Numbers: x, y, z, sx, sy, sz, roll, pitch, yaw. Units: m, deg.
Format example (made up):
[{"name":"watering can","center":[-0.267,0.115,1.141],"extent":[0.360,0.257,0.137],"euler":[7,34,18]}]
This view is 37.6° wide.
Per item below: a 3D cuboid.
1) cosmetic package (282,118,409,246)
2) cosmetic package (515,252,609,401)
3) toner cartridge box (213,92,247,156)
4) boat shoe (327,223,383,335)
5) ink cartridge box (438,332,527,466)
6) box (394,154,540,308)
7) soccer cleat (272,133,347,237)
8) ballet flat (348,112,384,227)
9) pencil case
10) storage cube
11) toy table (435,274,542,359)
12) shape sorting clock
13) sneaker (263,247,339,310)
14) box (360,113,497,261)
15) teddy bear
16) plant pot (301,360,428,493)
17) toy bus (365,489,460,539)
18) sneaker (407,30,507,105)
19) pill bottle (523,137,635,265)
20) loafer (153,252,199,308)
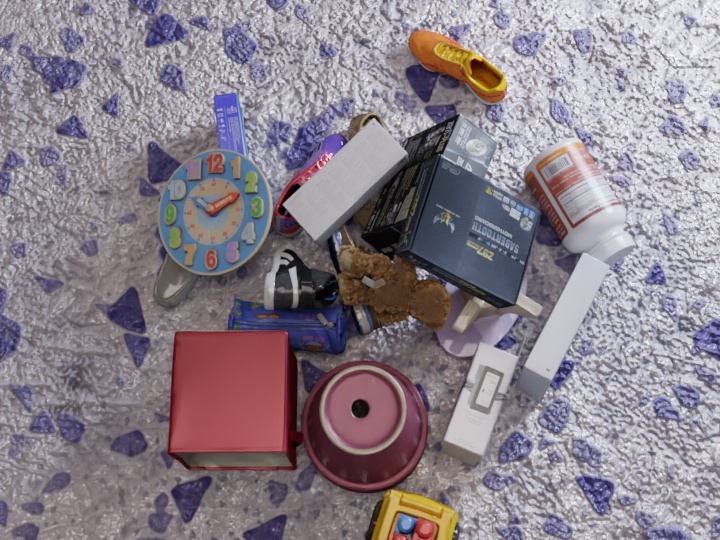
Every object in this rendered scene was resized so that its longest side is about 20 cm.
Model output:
[{"name":"cosmetic package","center":[-0.022,-0.138,1.671],"extent":[0.200,0.051,0.083],"euler":[-43,78,-2]},{"name":"cosmetic package","center":[0.309,0.090,1.625],"extent":[0.051,0.151,0.202],"euler":[28,75,10]},{"name":"toner cartridge box","center":[-0.207,-0.182,1.755],"extent":[0.042,0.095,0.203],"euler":[-9,73,-1]},{"name":"boat shoe","center":[0.000,0.000,1.710],"extent":[0.071,0.072,0.203],"euler":[-17,83,-9]},{"name":"ink cartridge box","center":[0.187,0.187,1.617],"extent":[0.067,0.116,0.202],"euler":[21,74,7]},{"name":"box","center":[0.161,-0.056,1.563],"extent":[0.198,0.051,0.160],"euler":[27,71,-21]},{"name":"soccer cleat","center":[-0.080,-0.148,1.751],"extent":[0.068,0.073,0.201],"euler":[31,76,11]},{"name":"ballet flat","center":[0.014,-0.173,1.754],"extent":[0.070,0.065,0.203],"euler":[3,72,-30]},{"name":"pencil case","center":[-0.114,0.088,1.672],"extent":[0.196,0.087,0.079],"euler":[3,76,3]},{"name":"storage cube","center":[-0.185,0.199,1.596],"extent":[0.196,0.171,0.183],"euler":[-1,71,2]},{"name":"toy table","center":[0.196,0.036,1.664],"extent":[0.181,0.117,0.202],"euler":[20,73,8]},{"name":"shape sorting clock","center":[-0.231,-0.093,1.664],"extent":[0.197,0.039,0.203],"euler":[-4,76,18]},{"name":"sneaker","center":[-0.086,0.020,1.650],"extent":[0.110,0.200,0.074],"euler":[4,108,1]},{"name":"box","center":[0.108,-0.126,1.673],"extent":[0.086,0.163,0.202],"euler":[34,65,-22]},{"name":"teddy bear","center":[0.050,0.022,1.613],"extent":[0.197,0.067,0.147],"euler":[1,110,25]},{"name":"plant pot","center":[0.006,0.224,1.578],"extent":[0.196,0.179,0.203],"euler":[0,73,1]},{"name":"toy bus","center":[0.066,0.417,1.511],"extent":[0.134,0.192,0.203],"euler":[17,75,5]},{"name":"sneaker","center":[0.170,-0.362,1.810],"extent":[0.198,0.077,0.073],"euler":[31,77,12]},{"name":"pill bottle","center":[0.356,-0.102,1.705],"extent":[0.111,0.112,0.202],"euler":[-26,74,-7]},{"name":"loafer","center":[-0.280,-0.035,1.723],"extent":[0.069,0.070,0.202],"euler":[23,75,8]}]
